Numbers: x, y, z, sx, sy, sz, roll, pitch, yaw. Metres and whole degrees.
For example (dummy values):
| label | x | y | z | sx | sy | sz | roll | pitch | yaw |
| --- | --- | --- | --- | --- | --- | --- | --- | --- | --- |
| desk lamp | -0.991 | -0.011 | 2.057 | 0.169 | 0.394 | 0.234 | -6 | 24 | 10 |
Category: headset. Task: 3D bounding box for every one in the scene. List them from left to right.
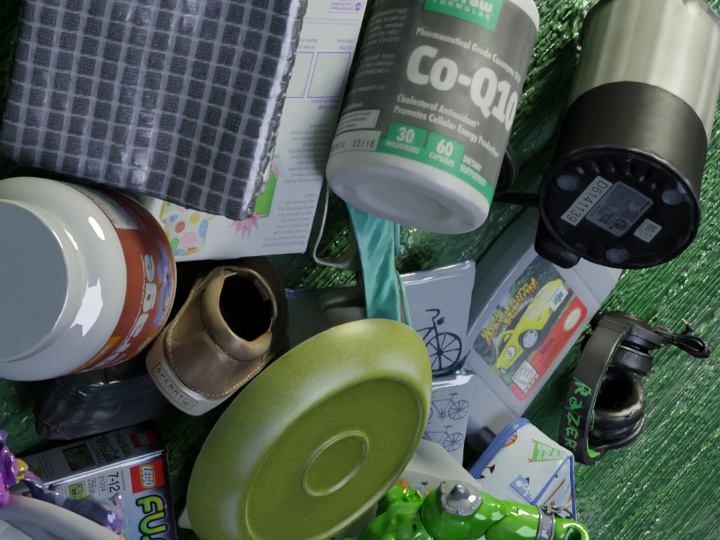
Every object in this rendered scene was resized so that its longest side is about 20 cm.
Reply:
| label | x | y | z | sx | sy | sz | roll | pitch | yaw |
| --- | --- | --- | --- | --- | --- | --- | --- | --- | --- |
| headset | 0.227 | 0.091 | 1.657 | 0.200 | 0.093 | 0.125 | -39 | 143 | -57 |

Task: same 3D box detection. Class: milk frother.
| label | x | y | z | sx | sy | sz | roll | pitch | yaw |
| --- | --- | --- | --- | --- | --- | --- | --- | --- | --- |
| milk frother | 0.154 | -0.120 | 1.442 | 0.200 | 0.180 | 0.189 | 41 | 43 | -22 |

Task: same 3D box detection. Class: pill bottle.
| label | x | y | z | sx | sy | sz | roll | pitch | yaw |
| --- | --- | --- | --- | --- | --- | --- | --- | --- | --- |
| pill bottle | -0.177 | 0.005 | 1.113 | 0.113 | 0.111 | 0.200 | -62 | 174 | 4 |
| pill bottle | 0.054 | -0.136 | 1.298 | 0.113 | 0.112 | 0.202 | 34 | 67 | -51 |

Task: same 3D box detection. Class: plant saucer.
| label | x | y | z | sx | sy | sz | roll | pitch | yaw |
| --- | --- | --- | --- | --- | --- | --- | --- | --- | --- |
| plant saucer | -0.025 | 0.121 | 1.308 | 0.199 | 0.031 | 0.201 | -27 | 142 | -23 |

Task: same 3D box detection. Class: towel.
| label | x | y | z | sx | sy | sz | roll | pitch | yaw |
| --- | --- | --- | --- | --- | --- | --- | --- | --- | --- |
| towel | -0.115 | -0.135 | 1.123 | 0.164 | 0.086 | 0.202 | 11 | 109 | -9 |

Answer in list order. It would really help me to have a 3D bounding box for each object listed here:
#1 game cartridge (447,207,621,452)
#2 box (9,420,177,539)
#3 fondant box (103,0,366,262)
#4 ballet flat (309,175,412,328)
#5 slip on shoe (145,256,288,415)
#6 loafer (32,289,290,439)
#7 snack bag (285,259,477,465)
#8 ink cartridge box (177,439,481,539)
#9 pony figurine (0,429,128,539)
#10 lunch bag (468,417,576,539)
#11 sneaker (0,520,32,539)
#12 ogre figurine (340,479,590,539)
| label | x | y | z | sx | sy | sz | roll | pitch | yaw |
| --- | --- | --- | --- | --- | --- | --- | --- | --- | --- |
| game cartridge | 0.125 | 0.039 | 1.577 | 0.201 | 0.041 | 0.133 | -54 | 136 | -7 |
| box | -0.178 | 0.203 | 1.336 | 0.109 | 0.035 | 0.202 | -15 | 126 | -17 |
| fondant box | -0.080 | -0.109 | 1.252 | 0.143 | 0.058 | 0.202 | -5 | 116 | -45 |
| ballet flat | 0.000 | 0.000 | 1.382 | 0.070 | 0.067 | 0.202 | -7 | 106 | -5 |
| slip on shoe | -0.078 | 0.026 | 1.259 | 0.061 | 0.076 | 0.200 | -42 | -178 | 22 |
| loafer | -0.134 | 0.063 | 1.306 | 0.199 | 0.073 | 0.073 | -7 | 142 | -42 |
| snack bag | 0.007 | 0.090 | 1.467 | 0.187 | 0.021 | 0.202 | -9 | 120 | -29 |
| ink cartridge box | -0.022 | 0.173 | 1.438 | 0.199 | 0.067 | 0.117 | 17 | 107 | -38 |
| pony figurine | -0.239 | 0.135 | 1.146 | 0.199 | 0.167 | 0.194 | 29 | 103 | -7 |
| lunch bag | 0.118 | 0.218 | 1.624 | 0.161 | 0.075 | 0.201 | -49 | 156 | -21 |
| sneaker | -0.234 | 0.239 | 1.267 | 0.079 | 0.071 | 0.202 | 15 | 114 | -17 |
| ogre figurine | 0.053 | 0.209 | 1.391 | 0.120 | 0.199 | 0.099 | 41 | 50 | -31 |
